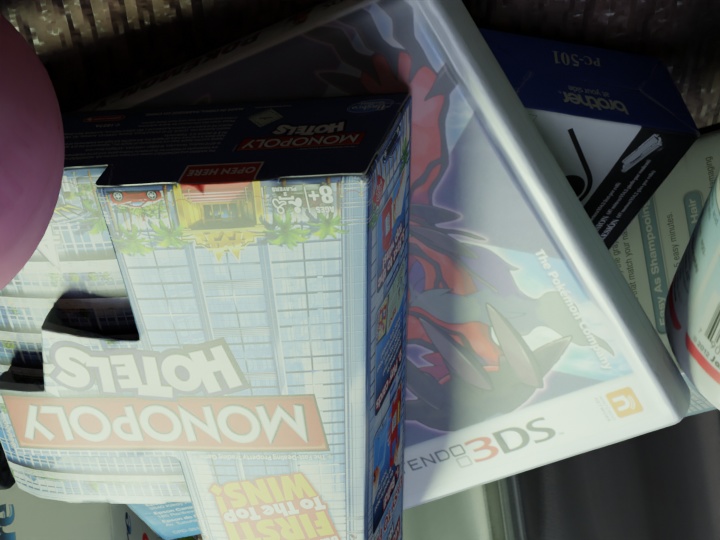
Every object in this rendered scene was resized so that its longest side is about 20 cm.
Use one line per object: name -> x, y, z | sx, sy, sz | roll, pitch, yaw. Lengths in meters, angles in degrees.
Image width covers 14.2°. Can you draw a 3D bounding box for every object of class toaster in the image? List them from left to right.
toaster -> 0.081, 0.108, 1.418 | 0.180, 0.119, 0.200 | 11, 152, -40

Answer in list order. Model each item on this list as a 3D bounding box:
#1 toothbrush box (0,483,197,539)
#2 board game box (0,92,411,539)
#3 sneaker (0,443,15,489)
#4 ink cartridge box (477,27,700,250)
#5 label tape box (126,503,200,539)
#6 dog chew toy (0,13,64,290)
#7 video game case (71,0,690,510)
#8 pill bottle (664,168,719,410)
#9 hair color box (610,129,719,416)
toothbrush box -> -0.138, 0.160, 1.442 | 0.086, 0.146, 0.200 | -10, 158, 8
board game box -> -0.060, 0.039, 1.080 | 0.199, 0.062, 0.201 | -2, 121, 21
sneaker -> -0.201, 0.038, 1.255 | 0.082, 0.072, 0.200 | 12, 163, 19
ink cartridge box -> 0.038, -0.006, 1.136 | 0.094, 0.044, 0.200 | 6, 136, -32
label tape box -> -0.064, 0.040, 1.267 | 0.143, 0.064, 0.200 | -13, 147, 16
dog chew toy -> -0.168, -0.063, 0.920 | 0.124, 0.125, 0.200 | -9, 150, 5
video game case -> 0.000, 0.000, 1.084 | 0.182, 0.023, 0.200 | -20, 113, 30
pill bottle -> 0.188, -0.038, 1.036 | 0.108, 0.109, 0.201 | 1, 134, -20
hair color box -> 0.161, -0.003, 1.189 | 0.199, 0.100, 0.061 | -15, 159, 19
